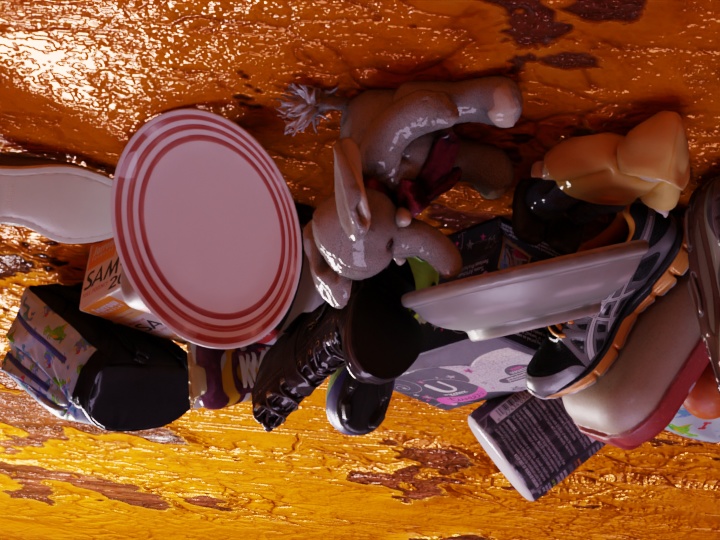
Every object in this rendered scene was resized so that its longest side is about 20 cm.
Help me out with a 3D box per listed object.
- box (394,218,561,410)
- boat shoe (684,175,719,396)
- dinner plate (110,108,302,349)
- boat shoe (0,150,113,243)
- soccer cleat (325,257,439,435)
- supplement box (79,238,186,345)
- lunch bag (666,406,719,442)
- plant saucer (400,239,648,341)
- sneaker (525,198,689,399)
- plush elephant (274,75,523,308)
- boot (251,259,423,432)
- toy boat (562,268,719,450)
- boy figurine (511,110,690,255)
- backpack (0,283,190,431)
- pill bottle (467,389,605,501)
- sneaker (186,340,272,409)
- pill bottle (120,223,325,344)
[{"bbox_3d":[0.104,0.048,1.575,0.132,0.116,0.199,23,154,-33],"label":"box"},{"bbox_3d":[0.303,0.021,1.364,0.075,0.202,0.072,-5,-178,-20],"label":"boat shoe"},{"bbox_3d":[-0.124,-0.035,1.388,0.199,0.202,0.024,-9,-173,36],"label":"dinner plate"},{"bbox_3d":[-0.294,-0.070,1.483,0.200,0.073,0.060,5,-158,-25],"label":"boat shoe"},{"bbox_3d":[0.015,0.050,1.526,0.064,0.202,0.084,21,177,-18],"label":"soccer cleat"},{"bbox_3d":[-0.156,0.022,1.648,0.199,0.074,0.126,20,154,-29],"label":"supplement box"},{"bbox_3d":[0.373,0.111,1.691,0.160,0.083,0.200,21,155,-28],"label":"lunch bag"},{"bbox_3d":[0.133,0.021,1.327,0.198,0.051,0.200,-13,179,0],"label":"plant saucer"},{"bbox_3d":[0.199,0.021,1.441,0.077,0.201,0.078,32,-170,-24],"label":"sneaker"},{"bbox_3d":[0.025,-0.057,1.283,0.198,0.156,0.165,8,158,-3],"label":"plush elephant"},{"bbox_3d":[-0.028,0.075,1.397,0.069,0.200,0.174,37,116,-15],"label":"boot"},{"bbox_3d":[0.279,0.080,1.476,0.131,0.201,0.130,39,170,-22],"label":"toy boat"},{"bbox_3d":[0.201,-0.069,1.326,0.124,0.065,0.200,18,160,-22],"label":"boy figurine"},{"bbox_3d":[-0.278,0.087,1.722,0.163,0.200,0.154,6,122,-52],"label":"backpack"},{"bbox_3d":[0.210,0.123,1.633,0.200,0.106,0.106,-37,155,-5],"label":"pill bottle"},{"bbox_3d":[-0.104,0.089,1.567,0.089,0.076,0.200,-2,-178,8],"label":"sneaker"},{"bbox_3d":[-0.106,0.002,1.524,0.199,0.117,0.116,17,157,-22],"label":"pill bottle"}]
